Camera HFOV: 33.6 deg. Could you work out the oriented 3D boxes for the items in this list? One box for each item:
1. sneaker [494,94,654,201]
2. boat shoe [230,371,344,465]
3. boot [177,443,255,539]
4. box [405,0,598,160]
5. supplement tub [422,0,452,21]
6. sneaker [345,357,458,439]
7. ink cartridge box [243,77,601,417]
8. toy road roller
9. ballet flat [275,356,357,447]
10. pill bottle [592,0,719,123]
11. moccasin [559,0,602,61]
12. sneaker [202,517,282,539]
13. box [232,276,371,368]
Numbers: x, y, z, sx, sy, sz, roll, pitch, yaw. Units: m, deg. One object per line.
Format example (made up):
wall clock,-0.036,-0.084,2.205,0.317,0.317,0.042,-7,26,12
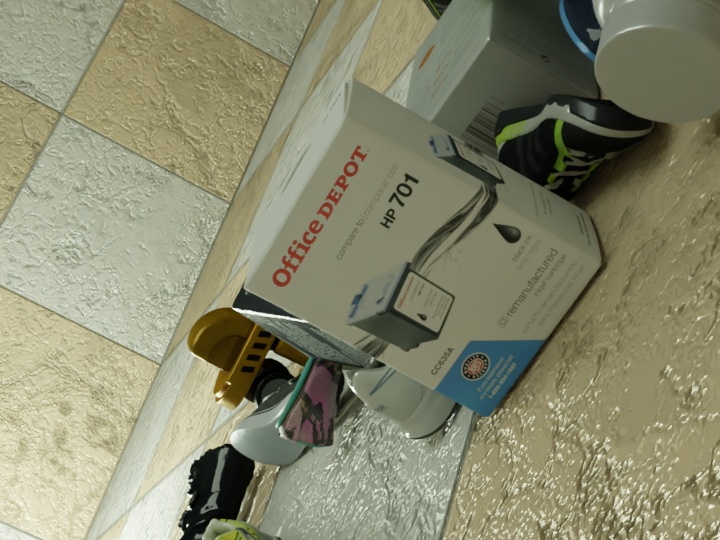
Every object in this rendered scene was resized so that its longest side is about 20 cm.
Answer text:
sneaker,0.152,-0.078,0.861,0.200,0.071,0.084,-173,86,-78
boat shoe,-0.075,0.149,1.265,0.200,0.070,0.067,-45,14,54
boot,-0.165,0.271,1.349,0.200,0.076,0.170,125,163,-58
box,0.119,-0.171,1.036,0.153,0.106,0.201,-53,16,38
supplement tub,0.105,-0.308,1.168,0.123,0.122,0.200,-64,-26,-5
sneaker,0.059,0.026,0.921,0.202,0.087,0.074,-65,18,-12
ink cartridge box,0.040,-0.014,0.818,0.147,0.199,0.086,-57,13,23
toy road roller,-0.117,0.070,1.408,0.202,0.145,0.123,-63,13,-2
ballet flat,-0.022,0.085,1.168,0.069,0.071,0.201,125,166,-57
pill bottle,0.204,-0.194,0.729,0.111,0.111,0.201,-41,25,59
moccasin,0.194,-0.218,0.899,0.068,0.080,0.201,-48,20,35
sneaker,-0.108,0.285,1.091,0.076,0.076,0.200,-61,13,-3
box,0.000,0.000,1.042,0.199,0.104,0.149,6,66,57
